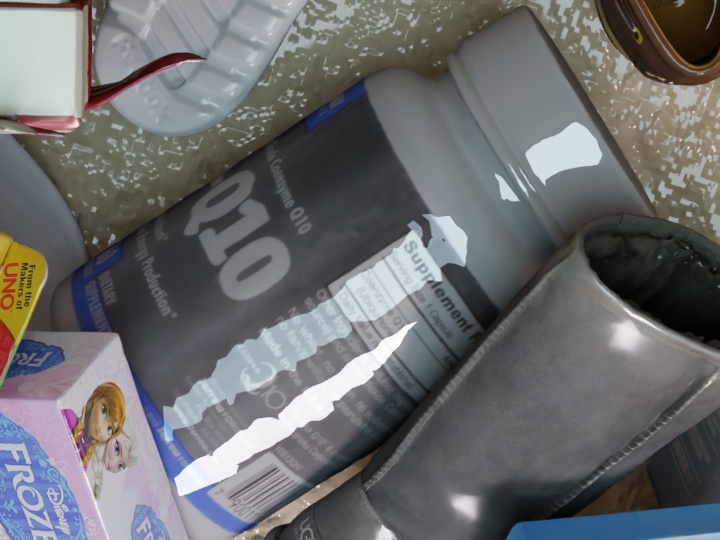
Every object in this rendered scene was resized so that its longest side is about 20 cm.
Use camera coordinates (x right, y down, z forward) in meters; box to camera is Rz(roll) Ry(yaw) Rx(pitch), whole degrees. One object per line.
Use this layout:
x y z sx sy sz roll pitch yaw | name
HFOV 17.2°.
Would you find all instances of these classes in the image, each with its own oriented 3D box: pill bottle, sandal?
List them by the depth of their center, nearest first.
-0.022 -0.137 0.834 0.082 0.050 0.203 44 102 4 | sandal
0.000 0.000 0.841 0.200 0.114 0.114 -33 105 8 | pill bottle

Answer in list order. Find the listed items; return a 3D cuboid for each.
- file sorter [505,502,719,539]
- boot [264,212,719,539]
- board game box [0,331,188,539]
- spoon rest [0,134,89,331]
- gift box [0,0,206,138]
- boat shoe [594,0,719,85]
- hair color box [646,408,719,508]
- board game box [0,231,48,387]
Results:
0.101 0.189 0.836 0.138 0.123 0.200 -3 139 -26 | file sorter
0.075 0.068 0.830 0.181 0.073 0.200 12 128 -45 | boot
-0.147 0.112 0.846 0.199 0.041 0.201 0 122 29 | board game box
-0.159 -0.036 0.846 0.099 0.061 0.201 -32 107 -30 | spoon rest
-0.145 -0.114 0.687 0.199 0.185 0.188 2 99 -1 | gift box
0.098 -0.159 0.817 0.072 0.068 0.201 -15 107 4 | boat shoe
0.210 0.038 0.885 0.099 0.061 0.200 36 104 -12 | hair color box
-0.196 0.007 0.790 0.199 0.030 0.096 21 88 29 | board game box
